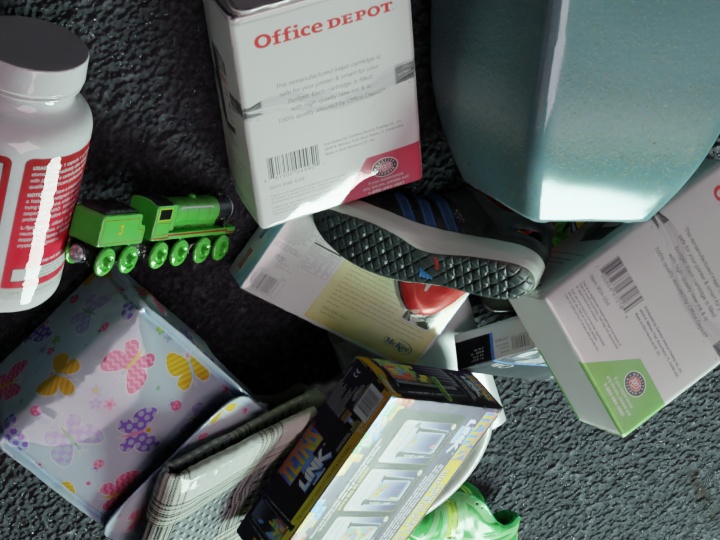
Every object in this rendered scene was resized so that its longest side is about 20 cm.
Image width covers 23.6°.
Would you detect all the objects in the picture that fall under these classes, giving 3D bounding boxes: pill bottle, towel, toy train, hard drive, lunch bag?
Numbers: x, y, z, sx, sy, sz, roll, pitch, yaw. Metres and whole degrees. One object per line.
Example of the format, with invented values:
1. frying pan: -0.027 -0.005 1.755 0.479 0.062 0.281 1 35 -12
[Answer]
1. pill bottle: -0.259 -0.079 1.259 0.112 0.112 0.200 0 125 -28
2. towel: -0.114 0.202 1.465 0.200 0.035 0.193 -26 146 -46
3. toy train: -0.160 -0.033 1.343 0.200 0.042 0.057 -10 119 -62
4. hard drive: 0.057 0.101 1.623 0.132 0.026 0.200 -27 132 -7
5. lunch bag: -0.186 0.120 1.421 0.170 0.127 0.200 -43 125 -2

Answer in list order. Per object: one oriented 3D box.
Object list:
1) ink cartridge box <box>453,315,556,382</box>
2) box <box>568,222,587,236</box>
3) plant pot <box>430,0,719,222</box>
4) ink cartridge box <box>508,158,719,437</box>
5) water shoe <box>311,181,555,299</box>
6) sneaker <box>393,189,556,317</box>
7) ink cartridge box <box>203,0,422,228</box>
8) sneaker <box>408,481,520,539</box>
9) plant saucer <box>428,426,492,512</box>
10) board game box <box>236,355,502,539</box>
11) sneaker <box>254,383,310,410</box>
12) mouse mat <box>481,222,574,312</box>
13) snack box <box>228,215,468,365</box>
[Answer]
1. ink cartridge box: 0.191 0.075 1.611 0.200 0.039 0.099 7 160 -42
2. box: 0.225 -0.025 1.505 0.070 0.064 0.201 5 92 -20
3. plant pot: 0.169 -0.146 1.340 0.196 0.196 0.201 -1 109 -27
4. ink cartridge box: 0.243 0.019 1.437 0.200 0.084 0.146 -35 105 -14
5. water shoe: 0.059 -0.034 1.404 0.072 0.200 0.079 89 23 -52
6. sneaker: 0.110 -0.036 1.450 0.200 0.085 0.077 -41 109 -13
7. ink cartridge box: -0.037 -0.151 1.338 0.145 0.085 0.200 -18 133 -14
8. sneaker: 0.079 0.247 1.730 0.200 0.074 0.084 22 88 -35
9. plant saucer: 0.027 0.160 1.592 0.200 0.050 0.200 -20 136 -21
10. board game box: 0.009 0.172 1.498 0.165 0.057 0.200 11 119 -52
11. sneaker: -0.128 0.149 1.536 0.200 0.074 0.089 -19 133 -27
12. mouse mat: 0.200 -0.044 1.533 0.199 0.008 0.161 -1 96 -18
13. snack box: 0.000 0.000 1.487 0.200 0.037 0.116 28 105 -32
